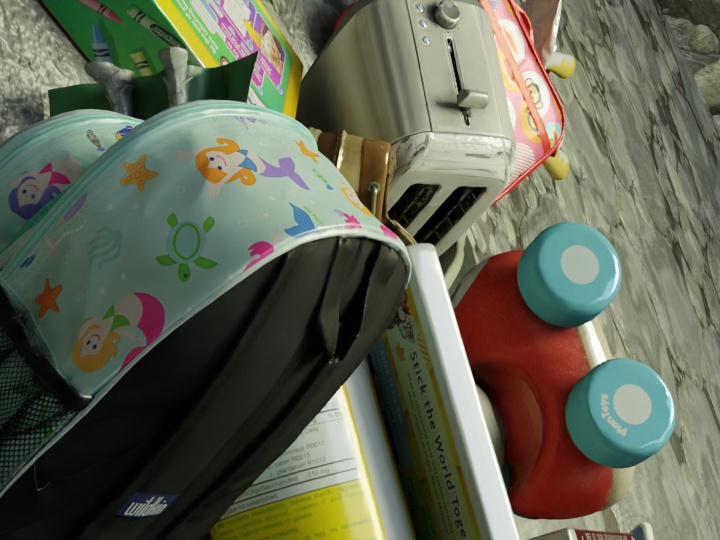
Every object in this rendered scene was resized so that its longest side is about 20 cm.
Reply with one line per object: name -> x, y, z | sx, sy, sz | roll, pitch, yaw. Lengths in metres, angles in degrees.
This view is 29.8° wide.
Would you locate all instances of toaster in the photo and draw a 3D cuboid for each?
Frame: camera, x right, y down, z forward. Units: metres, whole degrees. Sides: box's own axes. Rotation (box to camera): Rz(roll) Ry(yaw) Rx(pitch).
toaster -> 0.022, -0.086, 0.917 | 0.112, 0.200, 0.130 | 3, 60, -30

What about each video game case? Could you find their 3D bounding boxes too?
video game case -> 0.017, 0.109, 0.744 | 0.023, 0.182, 0.202 | -8, 76, -30

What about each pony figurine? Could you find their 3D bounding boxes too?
pony figurine -> 0.132, -0.180, 1.275 | 0.199, 0.165, 0.196 | 4, 91, -54

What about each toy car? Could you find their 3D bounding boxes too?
toy car -> 0.061, 0.085, 0.859 | 0.185, 0.198, 0.179 | 123, -48, -65

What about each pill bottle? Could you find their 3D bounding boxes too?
pill bottle -> -0.033, 0.105, 0.704 | 0.104, 0.103, 0.202 | 12, 60, -64

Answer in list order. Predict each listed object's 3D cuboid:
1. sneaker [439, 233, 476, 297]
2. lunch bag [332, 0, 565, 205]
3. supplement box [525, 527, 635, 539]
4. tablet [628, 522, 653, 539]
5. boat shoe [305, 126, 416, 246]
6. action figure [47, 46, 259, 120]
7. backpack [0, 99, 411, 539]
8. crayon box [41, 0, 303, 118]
sneaker -> 0.067, 0.037, 1.029 | 0.107, 0.074, 0.200 | 64, 22, -14
lunch bag -> 0.085, -0.163, 1.133 | 0.176, 0.082, 0.201 | -38, 109, -28
supplement box -> 0.131, 0.225, 0.951 | 0.200, 0.108, 0.062 | 24, 48, -64
tablet -> 0.199, 0.308, 1.038 | 0.014, 0.130, 0.201 | 20, 42, -19
boat shoe -> 0.000, 0.000, 0.844 | 0.076, 0.073, 0.201 | -82, 167, -45
action figure -> -0.099, -0.005, 0.668 | 0.055, 0.117, 0.203 | 19, 63, -71
backpack -> -0.083, 0.022, 0.542 | 0.151, 0.200, 0.177 | 54, 19, 19
crayon box -> -0.112, -0.150, 0.802 | 0.201, 0.058, 0.120 | 53, 28, -34
